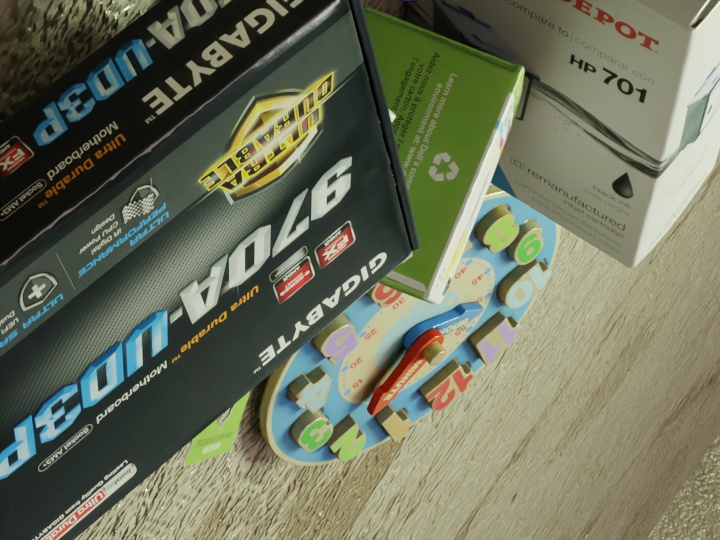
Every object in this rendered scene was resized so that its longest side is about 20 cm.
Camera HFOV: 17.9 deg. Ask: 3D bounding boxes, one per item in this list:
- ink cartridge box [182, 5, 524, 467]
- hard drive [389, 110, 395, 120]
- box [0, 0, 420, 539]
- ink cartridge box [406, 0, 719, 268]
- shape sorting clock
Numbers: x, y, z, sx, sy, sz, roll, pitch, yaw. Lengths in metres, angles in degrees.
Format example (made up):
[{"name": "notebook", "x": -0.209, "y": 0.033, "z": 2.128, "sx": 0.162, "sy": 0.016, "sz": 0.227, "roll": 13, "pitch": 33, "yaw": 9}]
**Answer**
[{"name": "ink cartridge box", "x": 0.000, "y": 0.000, "z": 0.988, "sx": 0.148, "sy": 0.075, "sz": 0.201, "roll": 23, "pitch": 88, "yaw": -86}, {"name": "hard drive", "x": -0.076, "y": 0.004, "z": 0.858, "sx": 0.200, "sy": 0.025, "sz": 0.132, "roll": -52, "pitch": 160, "yaw": 8}, {"name": "box", "x": -0.076, "y": 0.000, "z": 0.761, "sx": 0.200, "sy": 0.046, "sz": 0.159, "roll": -40, "pitch": 150, "yaw": -15}, {"name": "ink cartridge box", "x": 0.100, "y": -0.113, "z": 1.061, "sx": 0.086, "sy": 0.146, "sz": 0.200, "roll": -51, "pitch": 162, "yaw": -23}, {"name": "shape sorting clock", "x": 0.030, "y": 0.033, "z": 1.222, "sx": 0.200, "sy": 0.039, "sz": 0.200, "roll": -35, "pitch": 157, "yaw": -17}]
